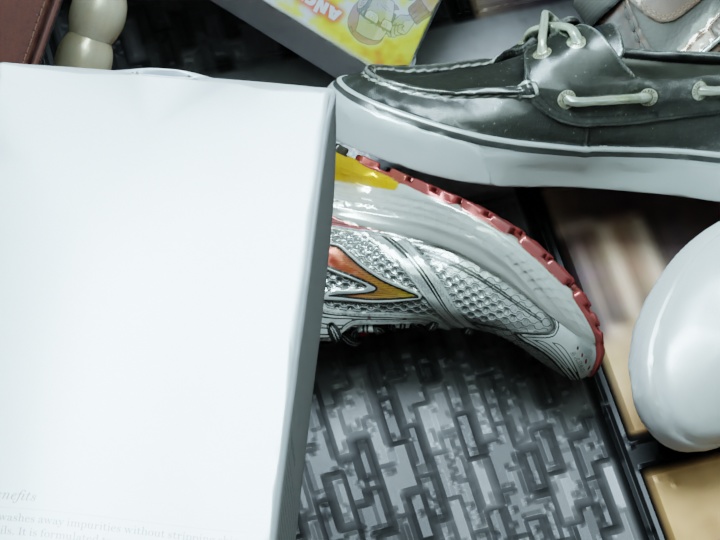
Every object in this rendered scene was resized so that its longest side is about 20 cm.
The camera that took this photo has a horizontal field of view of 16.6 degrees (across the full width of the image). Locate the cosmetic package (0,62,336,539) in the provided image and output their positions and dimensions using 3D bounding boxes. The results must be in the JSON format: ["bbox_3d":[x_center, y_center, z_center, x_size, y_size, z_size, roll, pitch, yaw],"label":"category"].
[{"bbox_3d":[-0.071,0.040,0.761,0.112,0.081,0.201,6,61,4],"label":"cosmetic package"}]

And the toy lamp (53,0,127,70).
[{"bbox_3d":[-0.112,-0.048,0.929,0.058,0.058,0.201,20,95,7],"label":"toy lamp"}]

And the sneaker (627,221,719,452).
[{"bbox_3d":[0.191,-0.001,0.944,0.200,0.088,0.075,-35,102,-20],"label":"sneaker"}]

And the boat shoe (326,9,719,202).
[{"bbox_3d":[0.083,-0.070,0.978,0.199,0.064,0.071,4,21,-15],"label":"boat shoe"}]

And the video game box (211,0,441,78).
[{"bbox_3d":[-0.032,-0.198,0.998,0.200,0.047,0.183,31,74,-20],"label":"video game box"}]

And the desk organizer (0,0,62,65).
[{"bbox_3d":[-0.171,-0.055,0.893,0.077,0.072,0.201,17,98,-24],"label":"desk organizer"}]

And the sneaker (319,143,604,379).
[{"bbox_3d":[0.000,0.000,0.958,0.199,0.078,0.082,22,89,3],"label":"sneaker"}]

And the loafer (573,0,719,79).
[{"bbox_3d":[0.184,-0.143,1.050,0.200,0.072,0.063,-33,85,-13],"label":"loafer"}]
